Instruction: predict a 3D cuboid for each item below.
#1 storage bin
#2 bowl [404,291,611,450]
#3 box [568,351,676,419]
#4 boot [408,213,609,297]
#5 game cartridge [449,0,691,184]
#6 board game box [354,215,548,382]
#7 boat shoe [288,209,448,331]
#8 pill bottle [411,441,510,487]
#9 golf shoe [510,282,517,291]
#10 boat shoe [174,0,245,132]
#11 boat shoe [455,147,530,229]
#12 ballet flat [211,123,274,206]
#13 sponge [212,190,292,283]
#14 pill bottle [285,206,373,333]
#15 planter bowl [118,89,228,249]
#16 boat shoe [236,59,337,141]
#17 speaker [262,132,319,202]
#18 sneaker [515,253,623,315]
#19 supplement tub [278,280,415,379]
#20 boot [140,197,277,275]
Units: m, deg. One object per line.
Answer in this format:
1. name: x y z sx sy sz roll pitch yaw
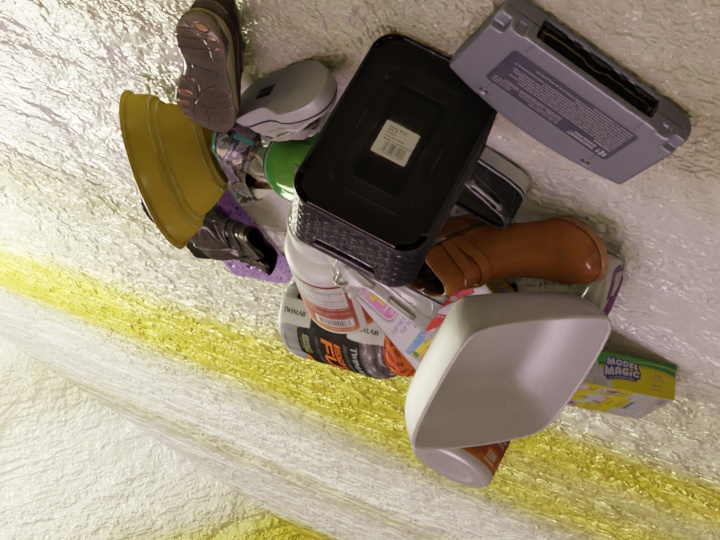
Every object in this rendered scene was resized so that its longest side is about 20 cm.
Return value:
1. storage bin: 0.032 -0.104 1.276 0.134 0.201 0.094 27 158 6
2. bowl: 0.144 0.096 1.415 0.075 0.198 0.201 60 140 38
3. box: 0.265 0.130 1.627 0.198 0.049 0.117 10 160 -9
4. boot: 0.141 -0.013 1.396 0.199 0.155 0.077 24 123 41
5. game cartridge: 0.182 -0.155 1.203 0.199 0.041 0.133 34 155 -9
6. board game box: 0.105 0.053 1.544 0.200 0.040 0.153 50 124 3
7. boat shoe: 0.000 0.000 1.488 0.199 0.067 0.074 29 -177 6
8. pill bottle: 0.154 0.164 1.713 0.112 0.201 0.112 25 159 10
9. golf shoe: 0.162 0.055 1.611 0.199 0.095 0.078 29 158 -1
10. boat shoe: -0.149 -0.221 1.430 0.074 0.074 0.200 24 152 5
11. boat shoe: 0.076 -0.109 1.393 0.199 0.068 0.072 31 159 -2
12. ballet flat: -0.126 -0.119 1.610 0.072 0.072 0.200 25 169 12
13. sponge: -0.184 -0.054 1.897 0.111 0.030 0.200 10 150 39
14. pill bottle: -0.031 -0.014 1.659 0.111 0.113 0.200 22 157 20
15. planter bowl: -0.212 -0.134 1.623 0.083 0.202 0.201 -18 144 8
16. boat shoe: -0.070 -0.171 1.442 0.066 0.072 0.199 35 159 -25
17. speaker: -0.035 -0.103 1.469 0.088 0.089 0.200 42 172 -30
18. sneaker: 0.223 0.024 1.487 0.099 0.075 0.200 30 159 -1
19. supplement tub: -0.003 0.076 1.827 0.199 0.123 0.123 12 153 38
20. boot: -0.191 -0.064 1.777 0.130 0.068 0.200 12 160 30
